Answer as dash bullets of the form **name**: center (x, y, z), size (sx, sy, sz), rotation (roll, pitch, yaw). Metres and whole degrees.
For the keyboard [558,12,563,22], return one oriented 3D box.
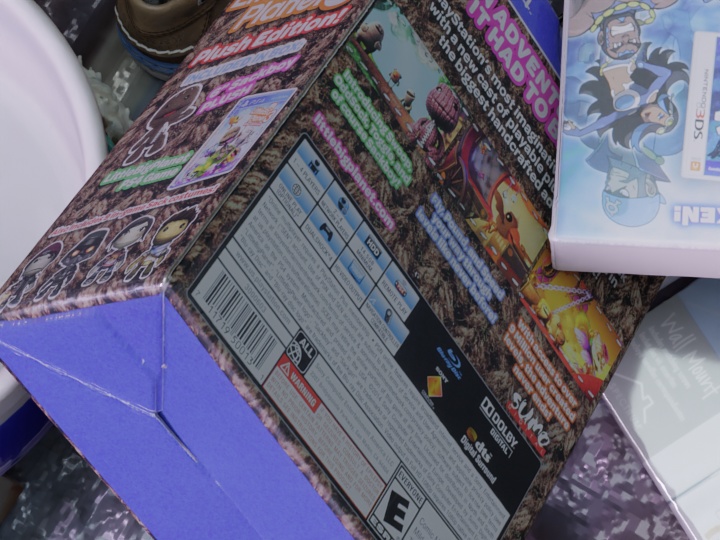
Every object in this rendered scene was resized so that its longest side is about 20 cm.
- **keyboard**: center (0.156, -0.100, 0.804), size (0.200, 0.040, 0.104), rotation (-41, 56, -9)

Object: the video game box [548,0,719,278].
- **video game box**: center (0.164, -0.087, 0.670), size (0.198, 0.047, 0.184), rotation (3, 74, 7)

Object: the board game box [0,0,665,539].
- **board game box**: center (0.000, 0.000, 0.685), size (0.160, 0.096, 0.200), rotation (54, 50, -25)

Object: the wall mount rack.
- **wall mount rack**: center (0.157, 0.038, 0.764), size (0.173, 0.075, 0.201), rotation (-33, 80, 3)

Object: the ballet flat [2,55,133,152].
- **ballet flat**: center (-0.184, -0.033, 0.807), size (0.198, 0.072, 0.072), rotation (-18, 79, -4)

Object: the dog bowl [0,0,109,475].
- **dog bowl**: center (-0.183, -0.015, 0.708), size (0.198, 0.079, 0.202), rotation (1, 70, -2)

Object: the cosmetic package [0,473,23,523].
- **cosmetic package**: center (-0.223, 0.133, 0.756), size (0.103, 0.087, 0.201), rotation (33, 81, 7)

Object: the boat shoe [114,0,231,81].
- **boat shoe**: center (-0.039, -0.172, 0.817), size (0.072, 0.072, 0.201), rotation (18, 80, 5)
